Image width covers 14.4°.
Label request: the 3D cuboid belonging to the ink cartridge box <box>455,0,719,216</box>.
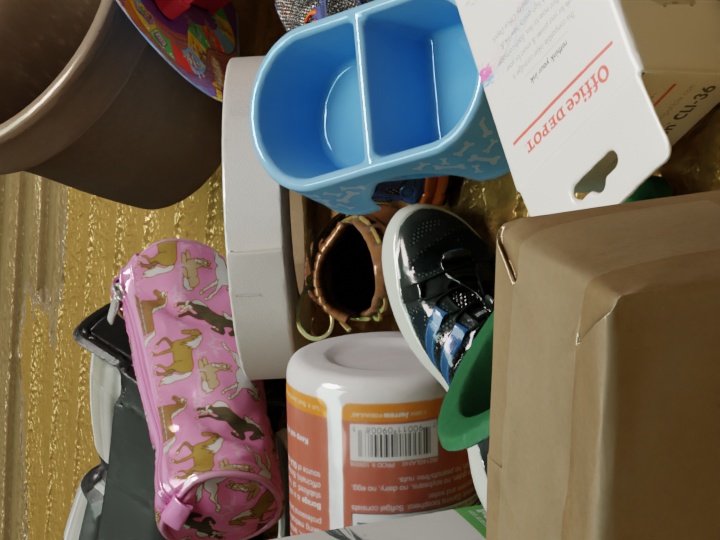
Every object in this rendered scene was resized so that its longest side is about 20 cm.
[{"bbox_3d":[0.114,-0.115,1.376,0.116,0.067,0.200,-46,53,50],"label":"ink cartridge box"}]

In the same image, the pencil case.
[{"bbox_3d":[-0.104,0.078,1.796,0.083,0.086,0.200,76,178,-54],"label":"pencil case"}]

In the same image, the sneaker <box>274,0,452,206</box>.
[{"bbox_3d":[-0.012,-0.114,1.677,0.200,0.078,0.075,-120,32,-42],"label":"sneaker"}]

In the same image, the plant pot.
[{"bbox_3d":[-0.178,-0.128,1.904,0.200,0.175,0.200,-23,50,30],"label":"plant pot"}]

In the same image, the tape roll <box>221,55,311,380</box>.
[{"bbox_3d":[-0.057,-0.033,1.753,0.203,0.037,0.203,-3,-90,-87],"label":"tape roll"}]

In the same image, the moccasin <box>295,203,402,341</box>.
[{"bbox_3d":[0.000,0.002,1.676,0.201,0.078,0.074,-166,68,-71],"label":"moccasin"}]

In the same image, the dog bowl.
[{"bbox_3d":[0.017,-0.097,1.552,0.200,0.050,0.112,-14,76,42],"label":"dog bowl"}]

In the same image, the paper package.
[{"bbox_3d":[0.162,0.066,1.167,0.103,0.200,0.191,-142,48,-60],"label":"paper package"}]

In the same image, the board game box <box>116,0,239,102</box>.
[{"bbox_3d":[-0.112,-0.197,1.811,0.158,0.039,0.200,47,-159,-28],"label":"board game box"}]

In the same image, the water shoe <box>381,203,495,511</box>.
[{"bbox_3d":[0.079,0.044,1.531,0.200,0.071,0.079,66,150,14],"label":"water shoe"}]

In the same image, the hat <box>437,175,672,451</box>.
[{"bbox_3d":[0.152,0.079,1.411,0.166,0.176,0.200,-38,17,50],"label":"hat"}]

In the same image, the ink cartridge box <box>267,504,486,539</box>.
[{"bbox_3d":[0.014,0.217,1.553,0.083,0.200,0.147,-138,46,-57],"label":"ink cartridge box"}]

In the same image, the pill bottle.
[{"bbox_3d":[0.014,0.144,1.647,0.112,0.112,0.200,-151,58,-63],"label":"pill bottle"}]

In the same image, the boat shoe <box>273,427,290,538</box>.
[{"bbox_3d":[-0.031,0.190,1.824,0.072,0.066,0.200,-139,47,-57],"label":"boat shoe"}]

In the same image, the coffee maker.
[{"bbox_3d":[-0.120,0.143,1.935,0.192,0.134,0.200,-127,37,-49],"label":"coffee maker"}]
